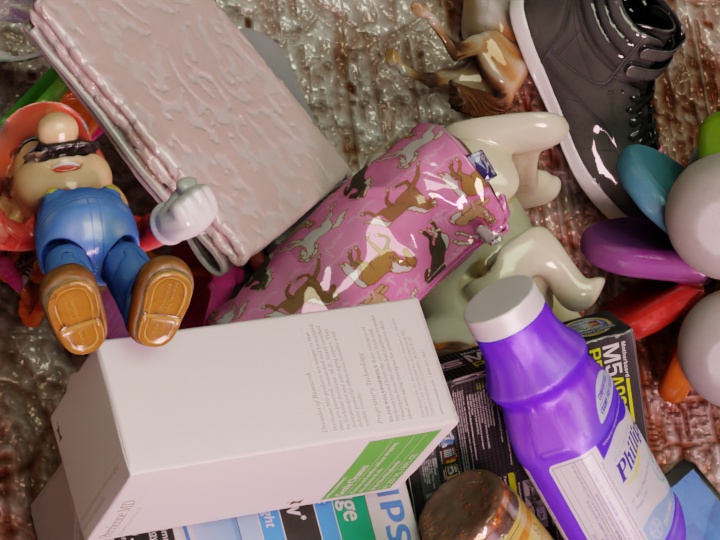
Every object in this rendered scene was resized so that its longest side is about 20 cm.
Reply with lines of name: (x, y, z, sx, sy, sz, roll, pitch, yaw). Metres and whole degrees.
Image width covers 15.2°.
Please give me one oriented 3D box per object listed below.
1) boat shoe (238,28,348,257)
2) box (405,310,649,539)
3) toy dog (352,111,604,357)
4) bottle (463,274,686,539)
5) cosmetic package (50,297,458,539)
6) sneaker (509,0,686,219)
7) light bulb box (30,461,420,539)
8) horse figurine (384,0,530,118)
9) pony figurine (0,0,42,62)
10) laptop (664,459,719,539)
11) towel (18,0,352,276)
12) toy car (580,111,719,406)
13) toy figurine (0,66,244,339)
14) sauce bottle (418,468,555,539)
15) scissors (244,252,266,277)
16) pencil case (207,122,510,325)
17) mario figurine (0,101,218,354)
boat shoe: (-0.059, -0.058, 1.741, 0.072, 0.066, 0.201, -12, 67, -33)
box: (0.102, 0.142, 1.664, 0.160, 0.044, 0.201, -16, 109, -16)
toy dog: (0.066, 0.016, 1.729, 0.193, 0.140, 0.201, -2, 68, -9)
bottle: (0.126, 0.095, 1.590, 0.200, 0.065, 0.084, 60, 25, -22)
cosmetic package: (-0.061, 0.083, 1.516, 0.199, 0.108, 0.085, -9, 68, -24)
sneaker: (0.186, -0.117, 1.834, 0.071, 0.099, 0.201, -38, 104, -50)
light bulb box: (-0.068, 0.196, 1.597, 0.199, 0.125, 0.199, -8, 71, -25)
horse figurine: (0.080, -0.174, 1.857, 0.132, 0.050, 0.201, 25, 51, -31)
pony figurine: (-0.292, -0.132, 1.642, 0.192, 0.167, 0.201, 15, 73, -3)
laptop: (0.241, 0.228, 1.727, 0.177, 0.200, 0.104, -36, 122, -30)
towel: (-0.103, -0.104, 1.629, 0.200, 0.032, 0.191, 51, 28, -3)
toy car: (0.222, -0.005, 1.793, 0.149, 0.175, 0.201, -3, 105, 15)
toy figurine: (-0.165, -0.015, 1.660, 0.184, 0.150, 0.200, 44, 80, -11)
sauce bottle: (0.110, 0.202, 1.624, 0.200, 0.066, 0.066, 50, 53, -34)
scissors: (-0.102, -0.064, 1.728, 0.014, 0.073, 0.200, -30, 81, -3)
pencil case: (0.000, 0.000, 1.643, 0.200, 0.086, 0.083, -42, 122, -8)
mario figurine: (-0.160, -0.040, 1.489, 0.123, 0.106, 0.200, 31, 13, -34)
